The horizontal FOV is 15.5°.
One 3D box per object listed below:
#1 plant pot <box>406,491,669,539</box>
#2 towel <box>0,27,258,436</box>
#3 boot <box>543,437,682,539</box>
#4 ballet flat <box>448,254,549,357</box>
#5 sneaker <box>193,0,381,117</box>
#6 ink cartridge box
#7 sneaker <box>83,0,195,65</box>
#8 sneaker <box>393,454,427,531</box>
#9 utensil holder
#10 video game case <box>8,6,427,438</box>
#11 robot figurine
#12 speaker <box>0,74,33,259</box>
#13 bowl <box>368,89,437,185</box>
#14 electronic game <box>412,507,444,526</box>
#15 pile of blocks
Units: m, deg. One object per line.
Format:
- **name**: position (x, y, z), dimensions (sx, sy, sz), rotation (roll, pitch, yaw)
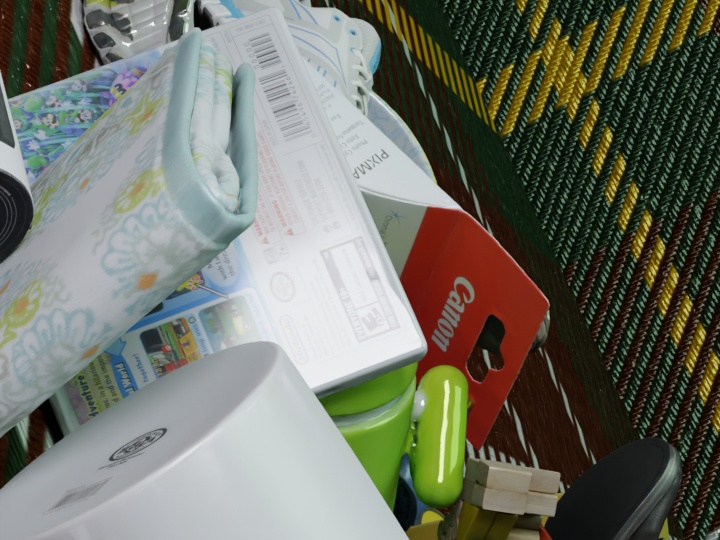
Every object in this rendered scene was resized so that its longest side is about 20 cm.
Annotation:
- **plant pot**: position (0.099, 0.239, 1.606), dimensions (0.200, 0.200, 0.177), rotation (-16, 93, -79)
- **towel**: position (-0.117, -0.014, 1.173), dimensions (0.048, 0.171, 0.200), rotation (42, 17, -17)
- **boot**: position (0.171, 0.207, 1.478), dimensions (0.174, 0.200, 0.069), rotation (27, 7, -24)
- **ballet flat**: position (0.050, -0.005, 1.454), dimensions (0.200, 0.046, 0.068), rotation (28, -42, 57)
- **sneaker**: position (-0.019, -0.105, 1.497), dimensions (0.200, 0.087, 0.075), rotation (55, -19, 38)
- **ink cartridge box**: position (0.000, 0.000, 1.412), dimensions (0.200, 0.047, 0.160), rotation (46, -31, 16)
- **sneaker**: position (-0.127, -0.120, 1.709), dimensions (0.085, 0.074, 0.200), rotation (73, 1, -59)
- **sneaker**: position (0.013, 0.111, 1.550), dimensions (0.070, 0.078, 0.200), rotation (40, -19, -2)
- **utensil holder**: position (-0.048, 0.154, 1.121), dimensions (0.200, 0.170, 0.170), rotation (59, 11, -11)
- **video game case**: position (-0.088, -0.015, 1.315), dimensions (0.024, 0.182, 0.200), rotation (101, -33, -71)
- **robot figurine**: position (-0.033, 0.079, 1.389), dimensions (0.116, 0.175, 0.200), rotation (-93, -170, -56)
- **speaker**: position (-0.206, -0.096, 1.202), dimensions (0.081, 0.081, 0.200), rotation (50, 17, -52)
- **bowl**: position (-0.062, -0.023, 1.582), dimensions (0.108, 0.200, 0.200), rotation (-54, -128, 52)
- **electronic game**: position (0.080, 0.255, 1.838), dimensions (0.200, 0.042, 0.200), rotation (60, 11, -19)
- **pile of blocks**: position (0.068, 0.171, 1.413), dimensions (0.200, 0.062, 0.082), rotation (114, -19, -51)
